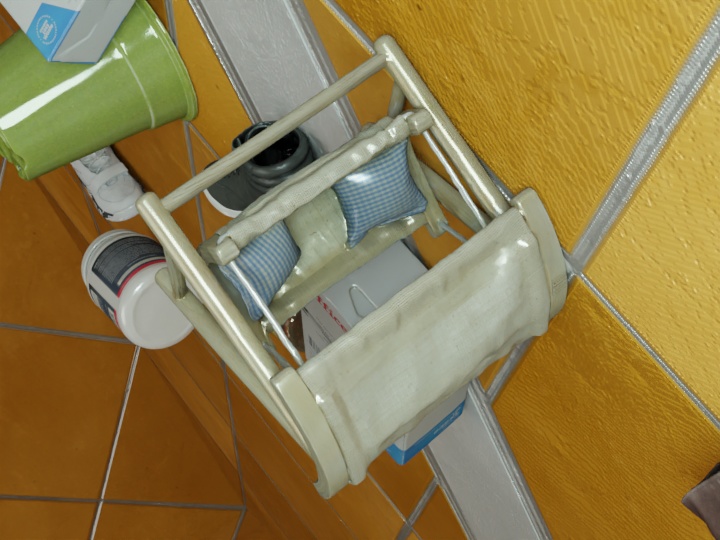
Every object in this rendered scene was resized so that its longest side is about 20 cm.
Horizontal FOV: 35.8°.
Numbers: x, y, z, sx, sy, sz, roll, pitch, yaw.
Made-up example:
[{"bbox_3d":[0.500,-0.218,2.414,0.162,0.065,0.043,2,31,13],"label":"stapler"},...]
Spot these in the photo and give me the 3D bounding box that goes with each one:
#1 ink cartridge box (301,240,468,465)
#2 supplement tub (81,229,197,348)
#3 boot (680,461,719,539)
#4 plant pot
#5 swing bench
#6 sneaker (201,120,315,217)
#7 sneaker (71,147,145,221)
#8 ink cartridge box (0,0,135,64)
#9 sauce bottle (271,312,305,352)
[{"bbox_3d":[0.021,0.063,0.965,0.145,0.084,0.200,48,162,21],"label":"ink cartridge box"},{"bbox_3d":[-0.350,0.025,1.770,0.200,0.140,0.141,34,154,49],"label":"supplement tub"},{"bbox_3d":[0.248,0.162,0.565,0.166,0.072,0.200,48,166,12],"label":"boot"},{"bbox_3d":[-0.304,-0.194,1.160,0.200,0.190,0.200,47,161,22],"label":"plant pot"},{"bbox_3d":[0.000,0.000,0.703,0.200,0.199,0.130,49,162,14],"label":"swing bench"},{"bbox_3d":[-0.092,-0.095,1.000,0.200,0.071,0.100,26,146,47],"label":"sneaker"},{"bbox_3d":[-0.395,-0.156,1.675,0.200,0.075,0.115,42,163,44],"label":"sneaker"},{"bbox_3d":[-0.301,-0.306,1.049,0.200,0.068,0.116,49,118,16],"label":"ink cartridge box"},{"bbox_3d":[-0.102,0.035,1.276,0.200,0.066,0.066,25,147,56],"label":"sauce bottle"}]
